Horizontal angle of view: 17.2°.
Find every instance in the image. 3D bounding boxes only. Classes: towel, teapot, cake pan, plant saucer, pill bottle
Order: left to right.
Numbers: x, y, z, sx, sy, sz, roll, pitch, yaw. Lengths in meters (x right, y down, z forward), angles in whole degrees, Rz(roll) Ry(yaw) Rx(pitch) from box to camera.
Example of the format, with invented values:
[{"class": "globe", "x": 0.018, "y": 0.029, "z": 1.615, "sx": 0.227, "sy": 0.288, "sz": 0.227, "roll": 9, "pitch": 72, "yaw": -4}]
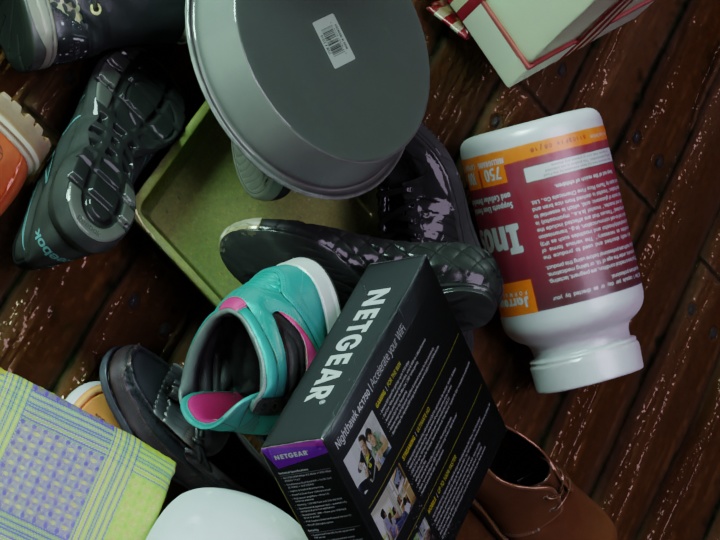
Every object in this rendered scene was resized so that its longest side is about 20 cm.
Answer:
[{"class": "towel", "x": -0.226, "y": 0.136, "z": 1.478, "sx": 0.199, "sy": 0.023, "sz": 0.145, "roll": 25, "pitch": 63, "yaw": -7}, {"class": "teapot", "x": -0.066, "y": 0.241, "z": 1.516, "sx": 0.201, "sy": 0.145, "sz": 0.199, "roll": -62, "pitch": 161, "yaw": -48}, {"class": "plant saucer", "x": -0.061, "y": -0.040, "z": 1.673, "sx": 0.200, "sy": 0.048, "sz": 0.201, "roll": 48, "pitch": 56, "yaw": -23}, {"class": "cake pan", "x": -0.028, "y": -0.148, "z": 1.570, "sx": 0.199, "sy": 0.037, "sz": 0.202, "roll": 18, "pitch": 63, "yaw": -38}, {"class": "pill bottle", "x": 0.150, "y": -0.014, "z": 1.799, "sx": 0.112, "sy": 0.113, "sz": 0.202, "roll": -15, "pitch": 91, "yaw": -40}]

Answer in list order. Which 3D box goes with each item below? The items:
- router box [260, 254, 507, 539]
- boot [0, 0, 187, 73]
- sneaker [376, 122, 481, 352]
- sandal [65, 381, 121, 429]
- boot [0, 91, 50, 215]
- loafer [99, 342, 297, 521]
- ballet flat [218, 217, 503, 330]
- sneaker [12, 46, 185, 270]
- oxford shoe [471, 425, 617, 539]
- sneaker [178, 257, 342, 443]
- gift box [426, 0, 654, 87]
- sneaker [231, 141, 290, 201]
[{"class": "router box", "x": 0.020, "y": 0.108, "z": 1.529, "sx": 0.150, "sy": 0.051, "sz": 0.200, "roll": 64, "pitch": 33, "yaw": -25}, {"class": "boot", "x": -0.177, "y": -0.235, "z": 1.576, "sx": 0.153, "sy": 0.073, "sz": 0.206, "roll": -7, "pitch": 81, "yaw": -29}, {"class": "sneaker", "x": 0.036, "y": -0.003, "z": 1.677, "sx": 0.104, "sy": 0.060, "sz": 0.201, "roll": -35, "pitch": 107, "yaw": -41}, {"class": "sandal", "x": -0.193, "y": 0.158, "z": 1.523, "sx": 0.079, "sy": 0.059, "sz": 0.208, "roll": 38, "pitch": 61, "yaw": -28}, {"class": "boot", "x": -0.292, "y": -0.096, "z": 1.482, "sx": 0.200, "sy": 0.075, "sz": 0.108, "roll": 43, "pitch": 63, "yaw": -27}, {"class": "loafer", "x": -0.095, "y": 0.120, "z": 1.597, "sx": 0.200, "sy": 0.063, "sz": 0.072, "roll": 54, "pitch": 34, "yaw": -24}, {"class": "ballet flat", "x": 0.000, "y": 0.000, "z": 1.619, "sx": 0.198, "sy": 0.067, "sz": 0.057, "roll": 12, "pitch": 35, "yaw": -8}, {"class": "sneaker", "x": -0.179, "y": -0.076, "z": 1.573, "sx": 0.075, "sy": 0.079, "sz": 0.201, "roll": 44, "pitch": 38, "yaw": -18}, {"class": "oxford shoe", "x": 0.132, "y": 0.169, "z": 1.781, "sx": 0.199, "sy": 0.071, "sz": 0.072, "roll": 34, "pitch": 61, "yaw": -32}, {"class": "sneaker", "x": -0.056, "y": 0.100, "z": 1.540, "sx": 0.120, "sy": 0.083, "sz": 0.202, "roll": -16, "pitch": 94, "yaw": -47}, {"class": "gift box", "x": 0.148, "y": -0.276, "z": 1.803, "sx": 0.184, "sy": 0.187, "sz": 0.201, "roll": -24, "pitch": 78, "yaw": -37}, {"class": "sneaker", "x": -0.022, "y": -0.135, "z": 1.640, "sx": 0.106, "sy": 0.075, "sz": 0.202, "roll": 19, "pitch": 70, "yaw": -32}]
